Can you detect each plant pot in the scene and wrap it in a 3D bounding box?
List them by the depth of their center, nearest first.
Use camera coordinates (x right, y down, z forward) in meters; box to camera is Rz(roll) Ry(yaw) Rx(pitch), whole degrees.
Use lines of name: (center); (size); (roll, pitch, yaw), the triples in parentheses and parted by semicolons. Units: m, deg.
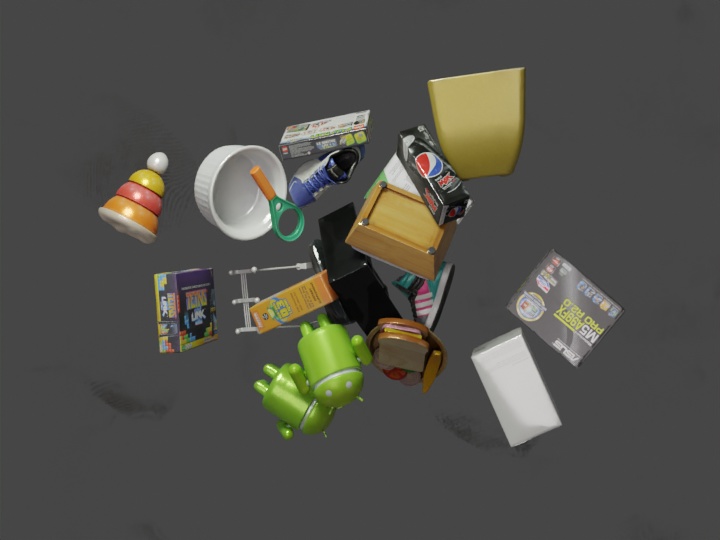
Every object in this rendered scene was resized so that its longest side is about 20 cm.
plant pot: (0.247, -0.292, 1.576); (0.189, 0.195, 0.206); (-5, 99, 11)

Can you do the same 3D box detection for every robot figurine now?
robot figurine: (-0.063, 0.197, 1.632); (0.172, 0.116, 0.204); (-23, 69, 3)
robot figurine: (-0.139, 0.286, 1.711); (0.197, 0.116, 0.178); (30, 86, 7)

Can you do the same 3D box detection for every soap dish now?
soap dish: (0.087, -0.085, 1.545); (0.196, 0.082, 0.159); (23, 55, 7)

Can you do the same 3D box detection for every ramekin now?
ramekin: (-0.265, -0.175, 1.672); (0.097, 0.198, 0.206); (20, 98, 45)

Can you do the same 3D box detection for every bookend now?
bookend: (0.000, 0.000, 1.669); (0.090, 0.201, 0.201); (-24, 133, 11)

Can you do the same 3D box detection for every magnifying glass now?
magnifying glass: (-0.183, -0.145, 1.678); (0.022, 0.202, 0.080); (20, 61, 45)

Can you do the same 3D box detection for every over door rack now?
over door rack: (-0.200, 0.063, 1.737); (0.195, 0.067, 0.152); (-5, 93, 11)

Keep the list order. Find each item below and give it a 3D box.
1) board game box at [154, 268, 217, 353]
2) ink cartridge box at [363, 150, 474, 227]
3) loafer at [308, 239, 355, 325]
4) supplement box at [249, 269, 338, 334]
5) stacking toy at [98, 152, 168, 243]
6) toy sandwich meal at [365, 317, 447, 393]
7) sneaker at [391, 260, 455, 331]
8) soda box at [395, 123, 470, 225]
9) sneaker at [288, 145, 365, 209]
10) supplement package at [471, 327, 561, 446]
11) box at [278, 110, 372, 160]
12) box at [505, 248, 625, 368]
board game box: (-0.383, 0.085, 1.705); (0.055, 0.200, 0.170); (-2, 93, 12)
ink cartridge box: (0.129, -0.152, 1.652); (0.199, 0.083, 0.148); (40, 100, 6)
loafer: (-0.076, 0.032, 1.709); (0.071, 0.072, 0.204); (-24, 87, 36)
supplement box: (-0.140, 0.067, 1.646); (0.197, 0.069, 0.068); (-25, 94, 25)
stacking toy: (-0.499, -0.179, 1.771); (0.143, 0.146, 0.204); (23, 78, 9)
toy sandwich meal: (0.095, 0.185, 1.637); (0.200, 0.071, 0.208); (10, 132, 10)
sneaker: (0.120, 0.061, 1.667); (0.118, 0.083, 0.204); (22, 104, 16)
soda box: (0.141, -0.193, 1.533); (0.062, 0.071, 0.202); (-19, 61, -16)
sneaker: (-0.076, -0.213, 1.665); (0.198, 0.115, 0.081); (-36, 103, 11)
supplement package: (0.327, 0.242, 1.616); (0.118, 0.121, 0.204); (-25, 88, 11)
box: (-0.074, -0.295, 1.670); (0.195, 0.111, 0.035); (-9, 121, 12)
box: (0.432, 0.079, 1.626); (0.199, 0.044, 0.161); (41, 99, 7)
